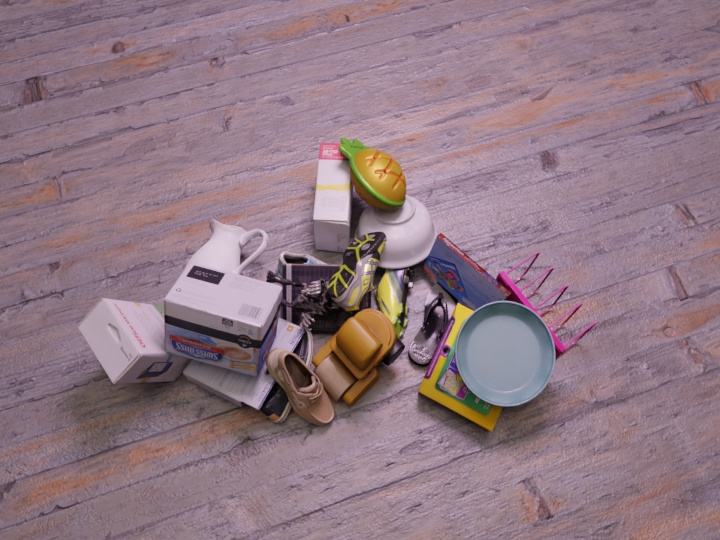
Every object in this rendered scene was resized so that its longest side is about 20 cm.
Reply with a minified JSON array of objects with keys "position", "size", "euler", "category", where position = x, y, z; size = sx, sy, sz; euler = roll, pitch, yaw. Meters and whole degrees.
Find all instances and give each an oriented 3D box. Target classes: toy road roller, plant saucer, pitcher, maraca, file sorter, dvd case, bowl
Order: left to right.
[{"position":[-0.296,-0.008,1.341],"size":[0.167,0.122,0.204],"euler":[1,56,28],"category":"pitcher"},{"position":[-0.073,0.062,1.337],"size":[0.194,0.016,0.153],"euler":[1,101,-2],"category":"dvd case"},{"position":[-0.014,0.168,1.240],"size":[0.123,0.146,0.200],"euler":[44,94,18],"category":"toy road roller"},{"position":[0.026,-0.215,1.337],"size":[0.136,0.107,0.202],"euler":[-7,56,-54],"category":"maraca"},{"position":[0.079,-0.109,1.388],"size":[0.195,0.092,0.205],"euler":[-3,48,3],"category":"bowl"},{"position":[0.286,0.165,1.224],"size":[0.194,0.036,0.206],"euler":[-1,82,6],"category":"plant saucer"},{"position":[0.385,0.084,1.315],"size":[0.124,0.140,0.202],"euler":[-29,69,-17],"category":"file sorter"}]

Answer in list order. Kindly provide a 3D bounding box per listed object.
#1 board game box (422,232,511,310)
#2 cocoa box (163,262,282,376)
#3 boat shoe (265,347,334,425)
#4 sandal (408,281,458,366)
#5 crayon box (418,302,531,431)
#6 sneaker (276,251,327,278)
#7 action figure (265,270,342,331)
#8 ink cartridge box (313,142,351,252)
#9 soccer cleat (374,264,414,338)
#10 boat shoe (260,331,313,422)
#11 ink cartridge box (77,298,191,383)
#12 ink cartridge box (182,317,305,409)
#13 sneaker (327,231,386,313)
[{"position":[0.225,0.021,1.325],"size":[0.200,0.104,0.019],"euler":[43,48,21],"category":"board game box"},{"position":[-0.267,0.094,1.198],"size":[0.194,0.134,0.134],"euler":[14,34,3],"category":"cocoa box"},{"position":[-0.110,0.238,1.223],"size":[0.201,0.064,0.072],"euler":[52,58,-24],"category":"boat shoe"},{"position":[0.166,0.113,1.348],"size":[0.074,0.043,0.204],"euler":[19,67,8],"category":"sandal"},{"position":[0.236,0.198,1.275],"size":[0.169,0.058,0.204],"euler":[26,87,9],"category":"crayon box"},{"position":[-0.098,0.008,1.367],"size":[0.195,0.087,0.077],"euler":[15,64,4],"category":"sneaker"},{"position":[-0.103,0.062,1.277],"size":[0.194,0.102,0.122],"euler":[10,110,-2],"category":"action figure"},{"position":[-0.060,-0.166,1.410],"size":[0.081,0.146,0.205],"euler":[3,65,0],"category":"ink cartridge box"},{"position":[0.066,0.073,1.363],"size":[0.082,0.065,0.205],"euler":[2,66,26],"category":"soccer cleat"},{"position":[-0.154,0.211,1.277],"size":[0.062,0.074,0.204],"euler":[34,67,-30],"category":"boat shoe"},{"position":[-0.441,0.142,1.231],"size":[0.087,0.200,0.146],"euler":[-44,73,5],"category":"ink cartridge box"},{"position":[-0.238,0.176,1.284],"size":[0.196,0.044,0.199],"euler":[20,60,20],"category":"ink cartridge box"},{"position":[0.000,0.000,1.280],"size":[0.074,0.077,0.202],"euler":[1,46,42],"category":"sneaker"}]
